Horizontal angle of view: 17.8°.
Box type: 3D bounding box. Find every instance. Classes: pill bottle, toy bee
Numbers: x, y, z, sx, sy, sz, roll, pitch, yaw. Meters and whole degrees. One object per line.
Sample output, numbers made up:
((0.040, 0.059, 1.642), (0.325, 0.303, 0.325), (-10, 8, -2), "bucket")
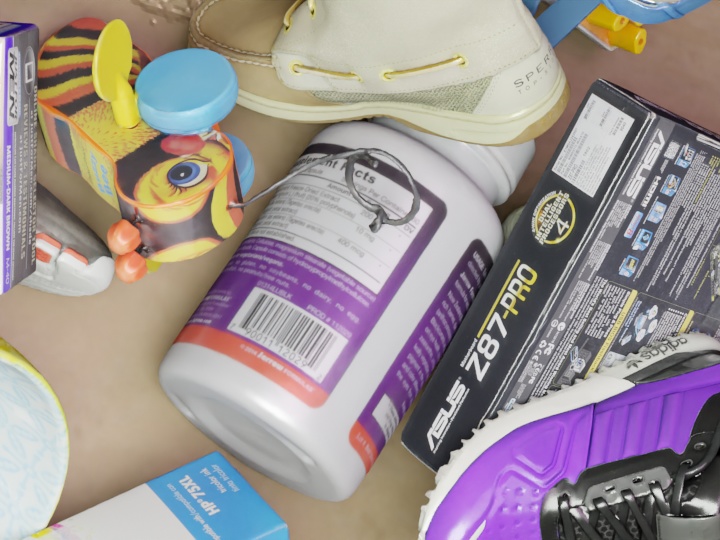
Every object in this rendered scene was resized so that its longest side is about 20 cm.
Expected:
((0.000, 0.000, 1.104), (0.111, 0.111, 0.201), (39, 71, -16), "pill bottle")
((-0.091, -0.050, 1.025), (0.109, 0.199, 0.131), (-41, 120, -31), "toy bee")

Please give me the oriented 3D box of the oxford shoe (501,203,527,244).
((0.142, -0.014, 1.203), (0.199, 0.058, 0.075), (-14, 59, -37), "oxford shoe")

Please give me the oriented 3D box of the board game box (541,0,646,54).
((0.128, -0.232, 1.139), (0.200, 0.026, 0.201), (28, 89, -49), "board game box")

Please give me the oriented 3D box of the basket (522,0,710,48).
((0.130, -0.184, 1.057), (0.139, 0.200, 0.176), (42, 69, 9), "basket")

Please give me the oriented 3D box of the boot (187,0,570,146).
((-0.010, -0.139, 1.041), (0.072, 0.199, 0.155), (-57, 144, -31), "boot")

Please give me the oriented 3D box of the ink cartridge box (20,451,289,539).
((-0.128, 0.177, 1.026), (0.199, 0.067, 0.117), (-22, 130, -25), "ink cartridge box")

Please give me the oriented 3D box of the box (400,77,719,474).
((0.127, 0.022, 1.121), (0.161, 0.049, 0.201), (17, 104, -44), "box")

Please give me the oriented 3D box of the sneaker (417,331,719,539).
((0.122, 0.100, 1.059), (0.199, 0.099, 0.070), (-28, 131, -23), "sneaker")

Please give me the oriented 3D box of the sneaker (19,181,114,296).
((-0.185, -0.066, 1.050), (0.200, 0.077, 0.082), (37, 65, -17), "sneaker")

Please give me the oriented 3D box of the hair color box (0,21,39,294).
((-0.239, -0.053, 0.969), (0.198, 0.065, 0.110), (3, 100, 4), "hair color box")

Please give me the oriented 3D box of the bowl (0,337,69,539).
((-0.235, 0.076, 0.982), (0.199, 0.201, 0.108), (-23, 51, -24), "bowl")
